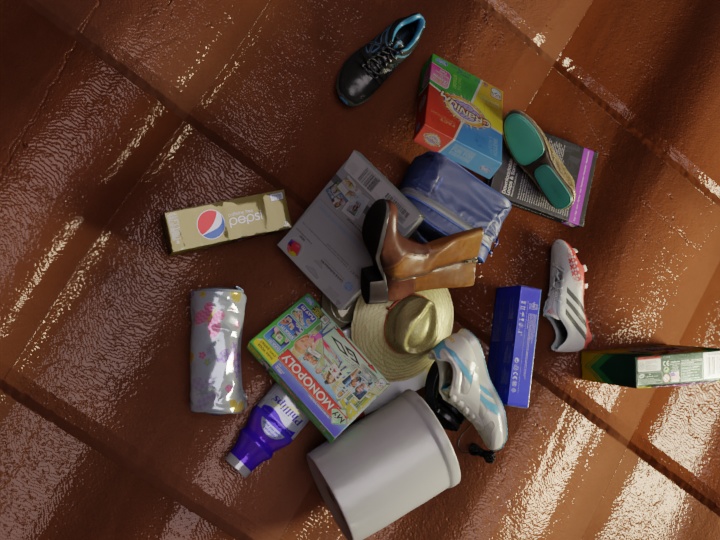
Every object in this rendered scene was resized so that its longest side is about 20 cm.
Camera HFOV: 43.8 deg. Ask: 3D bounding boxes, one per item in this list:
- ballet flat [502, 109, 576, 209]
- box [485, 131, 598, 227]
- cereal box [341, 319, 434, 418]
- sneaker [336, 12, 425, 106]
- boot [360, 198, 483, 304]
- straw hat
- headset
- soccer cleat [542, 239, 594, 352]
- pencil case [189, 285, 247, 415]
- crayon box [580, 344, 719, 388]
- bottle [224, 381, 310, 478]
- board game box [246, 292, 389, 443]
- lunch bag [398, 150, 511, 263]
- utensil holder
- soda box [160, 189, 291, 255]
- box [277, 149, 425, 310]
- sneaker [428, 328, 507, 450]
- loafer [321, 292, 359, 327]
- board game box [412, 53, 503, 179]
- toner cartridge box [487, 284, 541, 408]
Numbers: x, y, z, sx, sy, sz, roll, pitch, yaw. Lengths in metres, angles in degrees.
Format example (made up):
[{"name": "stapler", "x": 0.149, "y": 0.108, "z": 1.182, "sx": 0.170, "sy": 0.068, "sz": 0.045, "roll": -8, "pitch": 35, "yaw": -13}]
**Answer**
[{"name": "ballet flat", "x": 0.314, "y": -0.199, "z": 1.576, "sx": 0.202, "sy": 0.070, "sz": 0.065, "roll": 58, "pitch": 31, "yaw": -12}, {"name": "box", "x": 0.327, "y": -0.176, "z": 1.625, "sx": 0.196, "sy": 0.036, "sz": 0.146, "roll": 18, "pitch": 81, "yaw": -17}, {"name": "cereal box", "x": 0.032, "y": 0.149, "z": 1.504, "sx": 0.197, "sy": 0.039, "sz": 0.146, "roll": -23, "pitch": 95, "yaw": -19}, {"name": "sneaker", "x": 0.034, "y": -0.365, "z": 1.520, "sx": 0.073, "sy": 0.082, "sz": 0.201, "roll": 42, "pitch": 77, "yaw": -12}, {"name": "boot", "x": 0.103, "y": -0.037, "z": 1.371, "sx": 0.196, "sy": 0.069, "sz": 0.192, "roll": -10, "pitch": 123, "yaw": -18}, {"name": "straw hat", "x": 0.086, "y": 0.089, "z": 1.448, "sx": 0.197, "sy": 0.085, "sz": 0.206, "roll": -2, "pitch": 94, "yaw": -22}, {"name": "headset", "x": 0.178, "y": 0.229, "z": 1.511, "sx": 0.122, "sy": 0.093, "sz": 0.204, "roll": -28, "pitch": 117, "yaw": -27}, {"name": "soccer cleat", "x": 0.362, "y": 0.047, "z": 1.604, "sx": 0.084, "sy": 0.068, "sz": 0.204, "roll": -12, "pitch": 94, "yaw": -22}, {"name": "pencil case", "x": -0.223, "y": 0.126, "z": 1.401, "sx": 0.089, "sy": 0.083, "sz": 0.205, "roll": -1, "pitch": 85, "yaw": -3}, {"name": "crayon box", "x": 0.521, "y": 0.167, "z": 1.589, "sx": 0.196, "sy": 0.172, "sz": 0.060, "roll": -2, "pitch": 90, "yaw": -18}, {"name": "bottle", "x": -0.134, "y": 0.238, "z": 1.431, "sx": 0.083, "sy": 0.065, "sz": 0.200, "roll": 43, "pitch": 75, "yaw": -3}, {"name": "board game box", "x": -0.066, "y": 0.151, "z": 1.415, "sx": 0.200, "sy": 0.029, "sz": 0.134, "roll": 47, "pitch": 59, "yaw": 7}, {"name": "lunch bag", "x": 0.148, "y": -0.089, "z": 1.507, "sx": 0.198, "sy": 0.136, "sz": 0.134, "roll": 32, "pitch": 81, "yaw": -10}, {"name": "utensil holder", "x": 0.033, "y": 0.312, "z": 1.429, "sx": 0.197, "sy": 0.170, "sz": 0.173, "roll": -27, "pitch": 94, "yaw": -14}, {"name": "soda box", "x": -0.214, "y": -0.076, "z": 1.427, "sx": 0.196, "sy": 0.068, "sz": 0.065, "roll": -12, "pitch": 90, "yaw": -18}, {"name": "box", "x": -0.016, "y": -0.063, "z": 1.434, "sx": 0.156, "sy": 0.041, "sz": 0.201, "roll": 43, "pitch": 101, "yaw": 14}, {"name": "sneaker", "x": 0.174, "y": 0.201, "z": 1.447, "sx": 0.080, "sy": 0.076, "sz": 0.203, "roll": -24, "pitch": 94, "yaw": -19}, {"name": "loafer", "x": 0.000, "y": 0.000, "z": 1.487, "sx": 0.075, "sy": 0.068, "sz": 0.203, "roll": 30, "pitch": 78, "yaw": -18}, {"name": "board game box", "x": 0.170, "y": -0.264, "z": 1.524, "sx": 0.151, "sy": 0.040, "sz": 0.202, "roll": 23, "pitch": 46, "yaw": -15}, {"name": "toner cartridge box", "x": 0.262, "y": 0.131, "z": 1.551, "sx": 0.042, "sy": 0.095, "sz": 0.205, "roll": 10, "pitch": 84, "yaw": -16}]
